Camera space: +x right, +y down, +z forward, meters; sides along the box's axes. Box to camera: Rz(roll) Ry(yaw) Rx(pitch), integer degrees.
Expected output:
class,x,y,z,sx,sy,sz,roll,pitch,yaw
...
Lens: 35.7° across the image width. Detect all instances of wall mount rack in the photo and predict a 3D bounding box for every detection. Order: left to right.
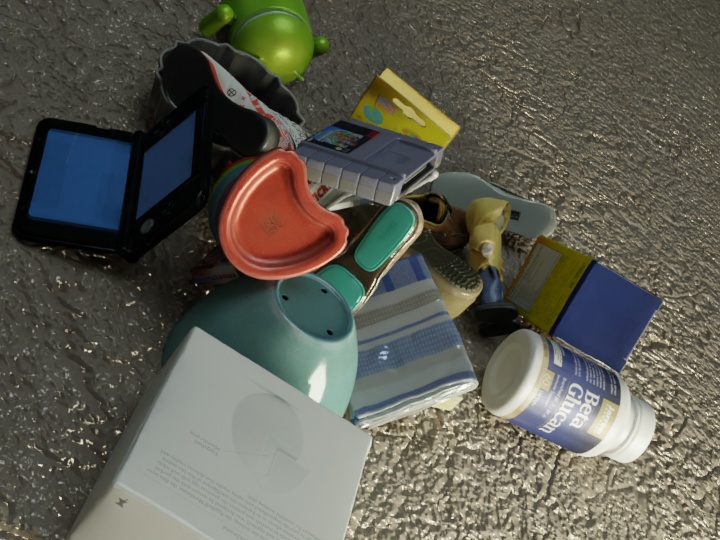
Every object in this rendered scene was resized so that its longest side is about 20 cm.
class,x,y,z,sx,sy,sz,roll,pitch,yaw
wall mount rack,-0.003,-0.114,1.390,0.199,0.075,0.174,-14,34,-27

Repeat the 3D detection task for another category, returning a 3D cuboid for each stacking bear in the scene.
class,x,y,z,sx,sy,sz,roll,pitch,yaw
stacking bear,-0.102,-0.067,1.140,0.122,0.114,0.200,55,-2,-20

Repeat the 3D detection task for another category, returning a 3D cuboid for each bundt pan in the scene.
class,x,y,z,sx,sy,sz,roll,pitch,yaw
bundt pan,-0.173,-0.188,1.375,0.201,0.076,0.202,23,41,-22

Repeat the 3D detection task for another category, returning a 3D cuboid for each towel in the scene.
class,x,y,z,sx,sy,sz,roll,pitch,yaw
towel,0.034,0.075,1.252,0.146,0.024,0.200,-19,52,-2

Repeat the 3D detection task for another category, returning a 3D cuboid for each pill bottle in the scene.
class,x,y,z,sx,sy,sz,roll,pitch,yaw
pill bottle,0.258,0.160,1.366,0.199,0.111,0.111,26,37,-18

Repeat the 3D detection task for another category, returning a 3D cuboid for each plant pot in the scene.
class,x,y,z,sx,sy,sz,roll,pitch,yaw
plant pot,-0.079,0.076,1.125,0.200,0.135,0.201,25,37,-21

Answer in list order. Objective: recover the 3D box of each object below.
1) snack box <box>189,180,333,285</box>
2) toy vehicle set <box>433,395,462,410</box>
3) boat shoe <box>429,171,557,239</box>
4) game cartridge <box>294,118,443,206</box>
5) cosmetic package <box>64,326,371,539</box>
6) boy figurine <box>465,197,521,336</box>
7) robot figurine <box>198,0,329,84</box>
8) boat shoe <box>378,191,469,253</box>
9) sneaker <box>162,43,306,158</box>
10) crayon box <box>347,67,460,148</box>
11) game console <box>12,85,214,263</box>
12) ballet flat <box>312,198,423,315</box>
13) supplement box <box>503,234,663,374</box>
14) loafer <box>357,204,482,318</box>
class,x,y,z,sx,sy,sz,roll,pitch,yaw
snack box,-0.104,-0.050,1.255,0.200,0.072,0.024,-49,121,-40
toy vehicle set,0.043,0.069,1.341,0.124,0.027,0.200,16,41,-30
boat shoe,0.187,-0.093,1.632,0.199,0.071,0.064,19,6,-15
game cartridge,0.009,-0.130,1.275,0.129,0.039,0.200,23,24,11
cosmetic package,-0.118,0.194,0.968,0.199,0.123,0.200,33,34,-10
boy figurine,0.175,-0.009,1.487,0.125,0.064,0.201,69,18,-51
robot figurine,-0.130,-0.341,1.556,0.175,0.116,0.200,13,43,-32
boat shoe,0.097,-0.066,1.505,0.200,0.068,0.072,-6,55,-46
sneaker,-0.142,-0.180,1.291,0.201,0.067,0.108,43,11,30
crayon box,0.050,-0.182,1.475,0.127,0.200,0.051,40,63,-1
game console,-0.253,-0.117,1.173,0.116,0.176,0.200,37,32,-34
ballet flat,0.000,0.000,1.253,0.068,0.200,0.067,49,13,6
supplement box,0.282,0.040,1.451,0.109,0.109,0.200,29,5,-16
loafer,0.062,-0.011,1.370,0.076,0.068,0.200,-11,43,-41
